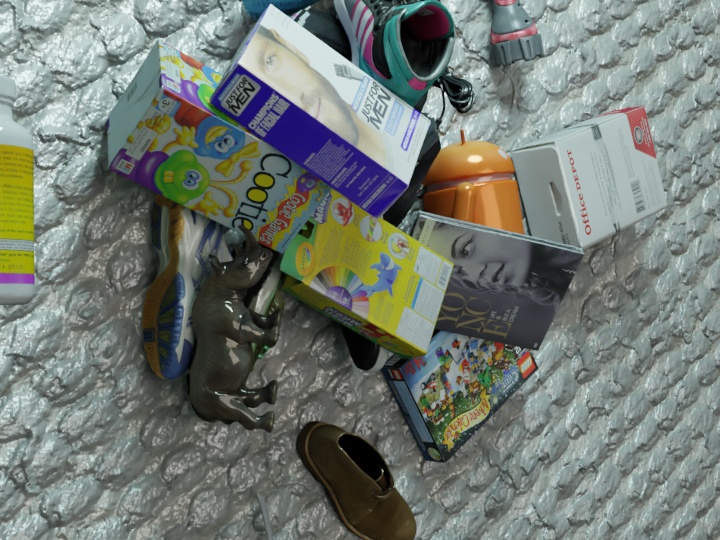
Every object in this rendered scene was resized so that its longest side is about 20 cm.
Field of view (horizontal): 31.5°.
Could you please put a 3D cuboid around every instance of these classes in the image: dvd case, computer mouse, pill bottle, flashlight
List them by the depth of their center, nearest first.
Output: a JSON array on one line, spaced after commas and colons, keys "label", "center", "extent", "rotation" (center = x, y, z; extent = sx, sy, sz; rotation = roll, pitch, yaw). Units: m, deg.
[{"label": "pill bottle", "center": [-0.342, -0.069, 1.129], "extent": [0.104, 0.104, 0.201], "rotation": [1, 88, -40]}, {"label": "computer mouse", "center": [0.048, -0.155, 1.469], "extent": [0.046, 0.141, 0.201], "rotation": [20, 113, -28]}, {"label": "dvd case", "center": [0.139, 0.015, 1.472], "extent": [0.199, 0.149, 0.016], "rotation": [13, 34, -11]}, {"label": "flashlight", "center": [0.180, -0.361, 1.607], "extent": [0.068, 0.067, 0.201], "rotation": [-22, 103, -43]}]

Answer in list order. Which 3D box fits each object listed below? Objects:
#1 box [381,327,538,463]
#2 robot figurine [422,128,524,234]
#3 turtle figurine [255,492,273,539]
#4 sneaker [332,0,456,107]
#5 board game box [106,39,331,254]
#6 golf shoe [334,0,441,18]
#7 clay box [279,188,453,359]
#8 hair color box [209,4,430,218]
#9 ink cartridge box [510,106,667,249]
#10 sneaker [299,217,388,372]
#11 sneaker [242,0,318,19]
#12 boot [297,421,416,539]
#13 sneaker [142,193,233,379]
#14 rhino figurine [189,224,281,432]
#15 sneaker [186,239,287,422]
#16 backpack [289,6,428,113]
[{"label": "box", "center": [0.125, 0.119, 1.556], "extent": [0.200, 0.038, 0.137], "rotation": [-40, 112, -34]}, {"label": "robot figurine", "center": [0.135, -0.067, 1.521], "extent": [0.143, 0.116, 0.201], "rotation": [-8, 89, -41]}, {"label": "turtle figurine", "center": [-0.064, 0.374, 1.319], "extent": [0.194, 0.144, 0.200], "rotation": [47, 64, -33]}, {"label": "sneaker", "center": [0.036, -0.257, 1.300], "extent": [0.083, 0.121, 0.201], "rotation": [4, 69, -40]}, {"label": "board game box", "center": [-0.138, -0.120, 1.261], "extent": [0.199, 0.105, 0.103], "rotation": [26, 27, -27]}, {"label": "golf shoe", "center": [0.035, -0.321, 1.481], "extent": [0.200, 0.094, 0.078], "rotation": [-42, 131, -61]}, {"label": "clay box", "center": [0.000, 0.000, 1.366], "extent": [0.200, 0.048, 0.115], "rotation": [31, 64, -25]}, {"label": "hair color box", "center": [-0.035, -0.154, 1.232], "extent": [0.199, 0.065, 0.110], "rotation": [33, 43, -13]}, {"label": "ink cartridge box", "center": [0.304, -0.121, 1.690], "extent": [0.199, 0.083, 0.148], "rotation": [-23, 102, -39]}, {"label": "sneaker", "center": [-0.031, 0.014, 1.416], "extent": [0.111, 0.073, 0.201], "rotation": [2, 80, -36]}, {"label": "sneaker", "center": [-0.064, -0.335, 1.403], "extent": [0.200, 0.076, 0.081], "rotation": [-35, 101, -42]}, {"label": "boot", "center": [0.012, 0.249, 1.432], "extent": [0.200, 0.075, 0.074], "rotation": [51, 57, -27]}, {"label": "sneaker", "center": [-0.165, 0.012, 1.294], "extent": [0.088, 0.075, 0.201], "rotation": [11, 81, -39]}, {"label": "rhino figurine", "center": [-0.122, 0.056, 1.245], "extent": [0.087, 0.060, 0.201], "rotation": [3, 97, -1]}, {"label": "sneaker", "center": [-0.113, 0.071, 1.344], "extent": [0.089, 0.077, 0.201], "rotation": [38, 69, -50]}, {"label": "backpack", "center": [-0.032, -0.191, 1.384], "extent": [0.200, 0.126, 0.168], "rotation": [28, 58, -34]}]
